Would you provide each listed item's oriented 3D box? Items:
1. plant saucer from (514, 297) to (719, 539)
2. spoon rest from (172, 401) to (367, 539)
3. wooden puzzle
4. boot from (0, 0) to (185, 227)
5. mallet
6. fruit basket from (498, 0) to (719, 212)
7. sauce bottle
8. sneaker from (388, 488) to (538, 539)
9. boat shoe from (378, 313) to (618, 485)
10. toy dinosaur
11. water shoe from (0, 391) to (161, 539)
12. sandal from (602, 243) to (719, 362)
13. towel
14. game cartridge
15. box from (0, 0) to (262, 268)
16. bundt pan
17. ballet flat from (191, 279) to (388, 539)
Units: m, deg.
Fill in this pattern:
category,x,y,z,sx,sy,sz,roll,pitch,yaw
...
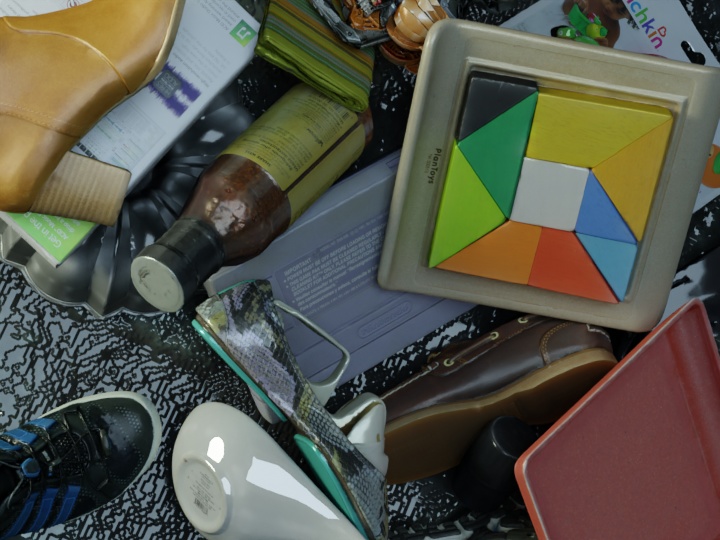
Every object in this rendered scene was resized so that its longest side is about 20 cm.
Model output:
category,x,y,z,sx,sy,sz,roll,pitch,yaw
plant saucer,0.182,0.150,1.086,0.199,0.037,0.201,-38,118,-35
spoon rest,-0.051,0.160,1.043,0.060,0.200,0.100,-14,132,-41
wooden puzzle,0.122,-0.054,1.056,0.198,0.037,0.186,8,114,-8
boot,-0.185,-0.133,0.969,0.143,0.071,0.203,18,86,-13
mallet,0.153,0.142,1.137,0.199,0.066,0.041,12,44,-32
fruit basket,0.175,-0.110,1.148,0.199,0.094,0.186,-32,92,-16
sauce bottle,-0.067,-0.049,1.023,0.066,0.066,0.200,49,50,-4
sneaker,0.091,0.209,1.121,0.199,0.078,0.091,-10,113,-18
boat shoe,0.075,0.082,1.124,0.199,0.071,0.071,-20,51,-4
toy dinosaur,0.041,-0.173,1.073,0.136,0.102,0.201,-45,111,-27
water shoe,-0.215,0.136,1.047,0.199,0.079,0.072,-24,90,-13
sandal,0.215,0.039,1.166,0.200,0.043,0.076,-38,93,-13
towel,-0.021,-0.193,1.092,0.086,0.018,0.201,32,43,-26
game cartridge,0.000,0.000,1.100,0.199,0.038,0.130,-29,119,-13
box,-0.173,-0.122,1.027,0.144,0.036,0.200,43,77,-5
bundt pan,-0.153,-0.071,1.082,0.200,0.076,0.204,1,84,-12
ballet flat,-0.024,0.087,1.044,0.072,0.072,0.201,-39,106,-13
